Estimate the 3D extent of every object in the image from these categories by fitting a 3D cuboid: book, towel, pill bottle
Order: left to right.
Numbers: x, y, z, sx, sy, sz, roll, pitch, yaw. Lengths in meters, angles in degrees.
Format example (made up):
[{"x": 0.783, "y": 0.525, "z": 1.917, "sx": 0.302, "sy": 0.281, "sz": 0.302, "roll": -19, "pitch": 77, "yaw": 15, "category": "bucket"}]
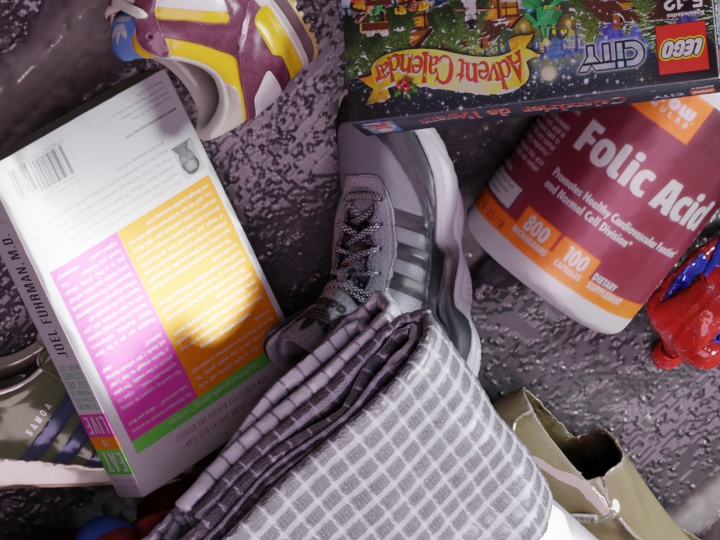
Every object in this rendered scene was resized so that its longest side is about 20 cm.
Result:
[{"x": -0.122, "y": 0.007, "z": 1.210, "sx": 0.134, "sy": 0.048, "sz": 0.200, "roll": -35, "pitch": 109, "yaw": -39, "category": "book"}, {"x": -0.002, "y": 0.136, "z": 1.166, "sx": 0.200, "sy": 0.086, "sz": 0.166, "roll": -46, "pitch": 128, "yaw": -13, "category": "towel"}, {"x": 0.160, "y": -0.074, "z": 1.225, "sx": 0.114, "sy": 0.114, "sz": 0.200, "roll": 33, "pitch": 103, "yaw": -16, "category": "pill bottle"}]

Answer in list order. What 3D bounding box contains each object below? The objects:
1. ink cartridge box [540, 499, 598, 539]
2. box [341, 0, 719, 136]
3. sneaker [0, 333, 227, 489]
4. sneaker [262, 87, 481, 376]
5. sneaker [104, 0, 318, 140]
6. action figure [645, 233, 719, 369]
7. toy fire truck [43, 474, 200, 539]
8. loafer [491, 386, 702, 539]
[{"x": 0.115, "y": 0.228, "z": 1.305, "sx": 0.200, "sy": 0.146, "sz": 0.084, "roll": 42, "pitch": 59, "yaw": -19, "category": "ink cartridge box"}, {"x": 0.089, "y": -0.153, "z": 1.169, "sx": 0.200, "sy": 0.038, "sz": 0.137, "roll": -6, "pitch": 81, "yaw": 14, "category": "box"}, {"x": -0.163, "y": 0.074, "z": 1.265, "sx": 0.200, "sy": 0.067, "sz": 0.090, "roll": -3, "pitch": 103, "yaw": -9, "category": "sneaker"}, {"x": 0.000, "y": 0.000, "z": 1.225, "sx": 0.114, "sy": 0.075, "sz": 0.200, "roll": -26, "pitch": 111, "yaw": -37, "category": "sneaker"}, {"x": -0.110, "y": -0.162, "z": 1.174, "sx": 0.090, "sy": 0.075, "sz": 0.200, "roll": -45, "pitch": 109, "yaw": -13, "category": "sneaker"}, {"x": 0.234, "y": -0.009, "z": 1.268, "sx": 0.065, "sy": 0.099, "sz": 0.200, "roll": 52, "pitch": 139, "yaw": 17, "category": "action figure"}, {"x": -0.138, "y": 0.182, "z": 1.223, "sx": 0.200, "sy": 0.168, "sz": 0.112, "roll": -26, "pitch": 68, "yaw": 17, "category": "toy fire truck"}, {"x": 0.146, "y": 0.139, "z": 1.319, "sx": 0.200, "sy": 0.076, "sz": 0.067, "roll": 31, "pitch": 109, "yaw": -16, "category": "loafer"}]
